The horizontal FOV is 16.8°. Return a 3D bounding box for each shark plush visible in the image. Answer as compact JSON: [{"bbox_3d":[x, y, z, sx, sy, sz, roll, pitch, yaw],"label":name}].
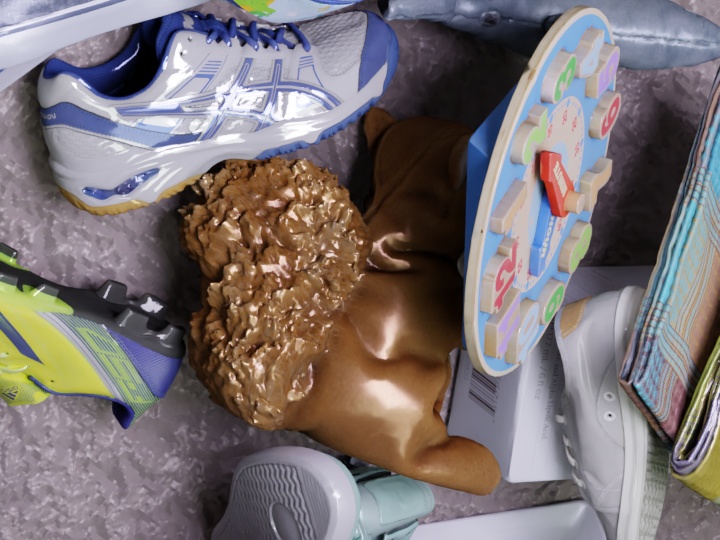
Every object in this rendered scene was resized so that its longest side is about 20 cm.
[{"bbox_3d":[0.105,-0.148,1.346,0.200,0.083,0.091,16,103,-33],"label":"shark plush"}]

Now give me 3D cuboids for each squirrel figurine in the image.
[{"bbox_3d":[0.000,0.000,1.328,0.200,0.142,0.187,17,97,-35],"label":"squirrel figurine"}]

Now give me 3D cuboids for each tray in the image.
[{"bbox_3d":[0.070,0.201,1.483,0.200,0.107,0.022,-6,147,-26],"label":"tray"}]

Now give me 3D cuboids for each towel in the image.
[{"bbox_3d":[0.240,0.074,1.424,0.200,0.023,0.144,33,77,-59],"label":"towel"},{"bbox_3d":[0.202,0.001,1.380,0.147,0.022,0.200,47,58,-55],"label":"towel"}]

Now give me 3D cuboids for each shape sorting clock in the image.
[{"bbox_3d":[0.098,-0.040,1.281,0.200,0.039,0.200,-49,150,-42],"label":"shape sorting clock"}]

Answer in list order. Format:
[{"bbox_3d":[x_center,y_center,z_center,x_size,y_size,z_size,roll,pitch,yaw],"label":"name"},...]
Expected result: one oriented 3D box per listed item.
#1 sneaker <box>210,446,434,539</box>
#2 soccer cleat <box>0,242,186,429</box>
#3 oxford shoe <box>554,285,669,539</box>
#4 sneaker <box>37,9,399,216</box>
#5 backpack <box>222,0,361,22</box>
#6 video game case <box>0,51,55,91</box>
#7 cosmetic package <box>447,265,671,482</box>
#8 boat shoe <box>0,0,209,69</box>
[{"bbox_3d":[-0.009,0.126,1.365,0.118,0.200,0.074,-21,78,-22],"label":"sneaker"},{"bbox_3d":[-0.184,0.034,1.286,0.200,0.065,0.084,21,107,-33],"label":"soccer cleat"},{"bbox_3d":[0.142,0.093,1.397,0.058,0.075,0.200,4,126,18],"label":"oxford shoe"},{"bbox_3d":[-0.072,-0.103,1.277,0.200,0.075,0.088,-25,121,-17],"label":"sneaker"},{"bbox_3d":[-0.036,-0.221,1.180,0.163,0.154,0.200,-19,80,-52],"label":"backpack"},{"bbox_3d":[-0.236,-0.160,1.199,0.143,0.018,0.200,-38,124,-9],"label":"video game case"},{"bbox_3d":[0.162,0.059,1.470,0.200,0.081,0.113,-2,110,-26],"label":"cosmetic package"},{"bbox_3d":[-0.129,-0.169,1.204,0.200,0.071,0.091,-27,118,-35],"label":"boat shoe"}]
